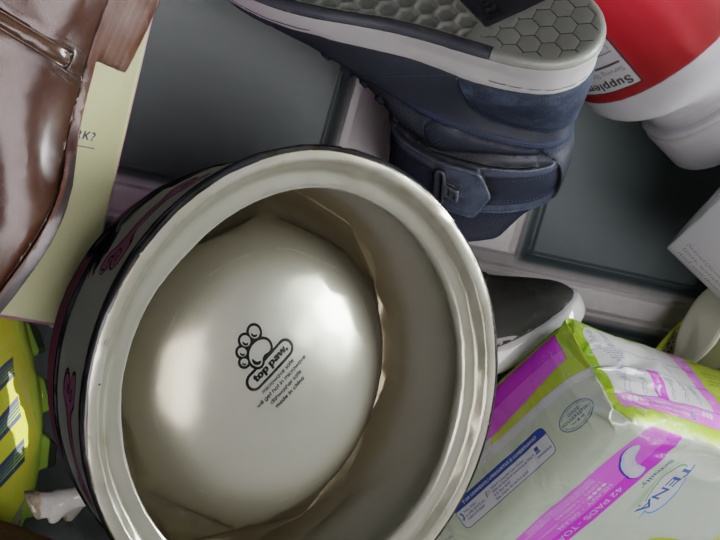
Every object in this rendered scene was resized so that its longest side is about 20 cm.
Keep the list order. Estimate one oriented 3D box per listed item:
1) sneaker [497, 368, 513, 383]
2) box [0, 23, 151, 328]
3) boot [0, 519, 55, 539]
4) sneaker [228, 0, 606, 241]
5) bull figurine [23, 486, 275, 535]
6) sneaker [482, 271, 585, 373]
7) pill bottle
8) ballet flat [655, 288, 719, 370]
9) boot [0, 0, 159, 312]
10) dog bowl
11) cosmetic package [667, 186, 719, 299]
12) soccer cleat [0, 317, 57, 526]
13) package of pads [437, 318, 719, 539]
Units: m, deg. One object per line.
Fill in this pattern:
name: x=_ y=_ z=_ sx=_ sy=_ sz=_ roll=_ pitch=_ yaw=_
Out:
sneaker: x=0.028 y=0.089 z=1.075 sx=0.200 sy=0.075 sz=0.116 roll=-25 pitch=117 yaw=0
box: x=-0.190 y=-0.094 z=0.928 sx=0.176 sy=0.097 sz=0.200 roll=10 pitch=102 yaw=-21
boot: x=-0.119 y=0.205 z=0.955 sx=0.200 sy=0.072 sz=0.155 roll=23 pitch=126 yaw=5
sneaker: x=0.008 y=-0.091 z=1.007 sx=0.202 sy=0.146 sz=0.077 roll=23 pitch=58 yaw=13
bull figurine: x=-0.077 y=0.100 z=0.982 sx=0.121 sy=0.065 sz=0.200 roll=-30 pitch=110 yaw=-2
sneaker: x=0.000 y=0.000 z=1.001 sx=0.200 sy=0.071 sz=0.099 roll=-6 pitch=112 yaw=12
pill bottle: x=0.121 y=-0.144 z=1.012 sx=0.112 sy=0.112 sz=0.200 roll=-46 pitch=114 yaw=-2
ballet flat: x=0.216 y=0.002 z=1.106 sx=0.200 sy=0.067 sz=0.067 roll=-50 pitch=136 yaw=3
boot: x=-0.199 y=-0.087 z=0.841 sx=0.200 sy=0.064 sz=0.187 roll=24 pitch=90 yaw=-24
dog bowl: x=-0.042 y=0.044 z=0.904 sx=0.200 sy=0.074 sz=0.200 roll=-7 pitch=103 yaw=-33
cosmetic package: x=0.258 y=-0.048 z=1.051 sx=0.113 sy=0.081 sz=0.200 roll=46 pitch=67 yaw=4
soccer cleat: x=-0.192 y=0.104 z=0.998 sx=0.084 sy=0.065 sz=0.200 roll=2 pitch=106 yaw=-28
package of pads: x=0.117 y=0.106 z=1.038 sx=0.155 sy=0.068 sz=0.200 roll=-44 pitch=143 yaw=22
